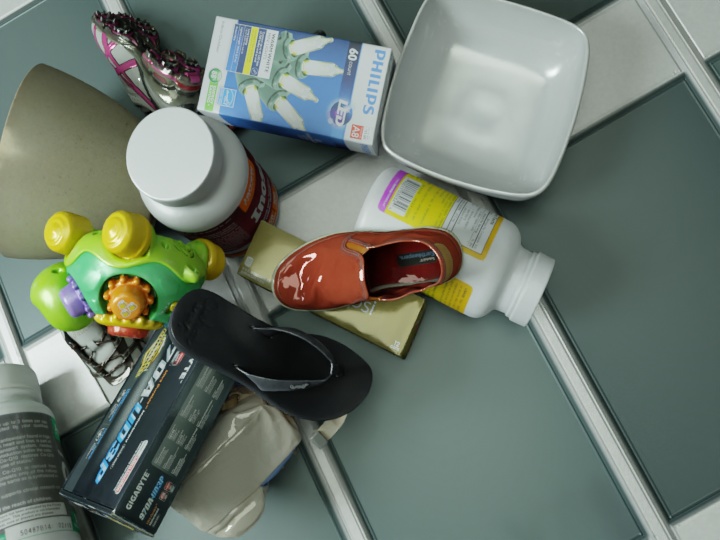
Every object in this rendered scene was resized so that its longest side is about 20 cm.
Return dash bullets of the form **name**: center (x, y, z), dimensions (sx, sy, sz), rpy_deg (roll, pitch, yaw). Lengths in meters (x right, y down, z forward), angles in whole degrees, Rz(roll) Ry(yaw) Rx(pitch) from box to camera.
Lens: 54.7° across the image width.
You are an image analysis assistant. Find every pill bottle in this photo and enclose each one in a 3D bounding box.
- **pill bottle**: center (-0.366, 0.209, 0.721), dimensions (0.111, 0.113, 0.204), rpy_deg (-27, 65, 2)
- **pill bottle**: center (-0.156, -0.086, 0.711), dimensions (0.109, 0.200, 0.117), rpy_deg (-1, 81, 7)
- **pill bottle**: center (0.095, -0.020, 0.718), dimensions (0.196, 0.104, 0.106), rpy_deg (27, 85, 10)

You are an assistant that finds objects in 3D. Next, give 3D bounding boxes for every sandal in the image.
- **sandal**: center (-0.076, 0.079, 0.619), dimensions (0.196, 0.043, 0.078), rpy_deg (23, 66, -18)

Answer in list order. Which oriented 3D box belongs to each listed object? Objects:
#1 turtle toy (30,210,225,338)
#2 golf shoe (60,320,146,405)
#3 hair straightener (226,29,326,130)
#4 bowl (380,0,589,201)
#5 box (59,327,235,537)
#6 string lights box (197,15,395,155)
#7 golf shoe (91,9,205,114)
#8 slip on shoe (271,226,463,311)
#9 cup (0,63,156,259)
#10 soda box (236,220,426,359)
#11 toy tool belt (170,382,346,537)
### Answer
- **turtle toy**: center (-0.231, 0.010, 0.661), dimensions (0.195, 0.145, 0.104), rpy_deg (1, 80, 27)
- **golf shoe**: center (-0.278, 0.088, 0.754), dimensions (0.077, 0.095, 0.201), rpy_deg (-39, 80, -2)
- **hair straightener**: center (-0.120, -0.221, 0.816), dimensions (0.197, 0.041, 0.078), rpy_deg (-33, 78, 6)
- **bowl**: center (0.133, -0.180, 0.754), dimensions (0.195, 0.075, 0.205), rpy_deg (18, 83, 10)
- **box**: center (-0.192, 0.136, 0.663), dimensions (0.046, 0.157, 0.203), rpy_deg (40, 61, -27)
- **string lights box**: center (-0.067, -0.199, 0.754), dimensions (0.194, 0.059, 0.106), rpy_deg (12, 90, 8)
- **golf shoe**: center (-0.259, -0.233, 0.812), dimensions (0.200, 0.072, 0.094), rpy_deg (43, 126, 28)
- **slip on shoe**: center (0.000, 0.000, 0.663), dimensions (0.194, 0.061, 0.076), rpy_deg (-8, 100, 19)
- **cup**: center (-0.288, -0.101, 0.751), dimensions (0.139, 0.200, 0.207), rpy_deg (11, 82, -13)
- **soda box**: center (-0.028, 0.022, 0.744), dimensions (0.196, 0.068, 0.065), rpy_deg (25, 84, 10)
- **toy tool belt**: center (-0.111, 0.159, 0.709), dimensions (0.200, 0.123, 0.125), rpy_deg (-46, 105, -7)
